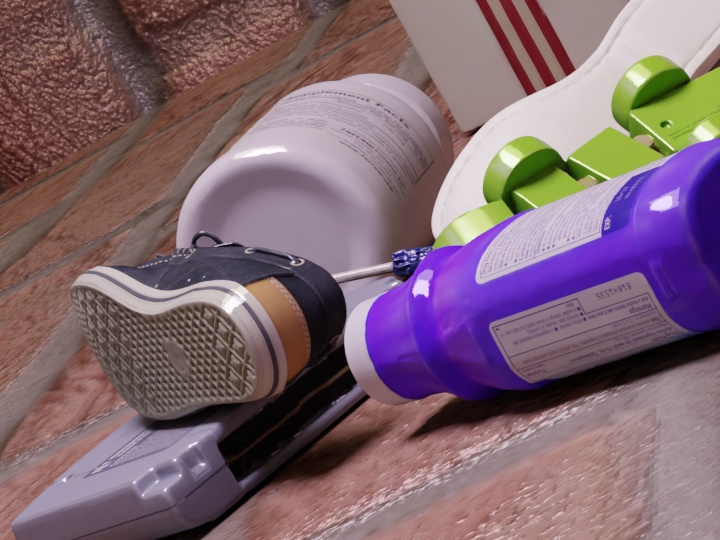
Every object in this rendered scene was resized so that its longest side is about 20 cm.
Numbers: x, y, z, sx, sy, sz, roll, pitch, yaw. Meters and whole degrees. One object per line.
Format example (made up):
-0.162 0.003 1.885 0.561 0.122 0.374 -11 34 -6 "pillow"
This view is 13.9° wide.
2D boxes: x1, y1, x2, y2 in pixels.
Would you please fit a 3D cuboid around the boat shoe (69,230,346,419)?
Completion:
-0.070 0.024 1.320 0.062 0.075 0.200 -29 12 -27 "boat shoe"

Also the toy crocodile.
0.120 -0.040 1.337 0.200 0.062 0.068 -32 48 -23 "toy crocodile"

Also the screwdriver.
0.000 0.000 1.425 0.200 0.028 0.029 -9 -26 13 "screwdriver"

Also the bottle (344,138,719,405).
0.077 0.008 1.169 0.200 0.065 0.084 -22 11 42 "bottle"

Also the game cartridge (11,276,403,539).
-0.064 0.071 1.367 0.133 0.041 0.200 -15 16 45 "game cartridge"

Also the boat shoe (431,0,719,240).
0.118 -0.067 1.471 0.202 0.072 0.060 -44 -29 -12 "boat shoe"

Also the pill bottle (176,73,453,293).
-0.015 -0.037 1.554 0.114 0.114 0.200 -26 9 21 "pill bottle"

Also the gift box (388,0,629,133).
0.126 -0.229 1.932 0.200 0.187 0.185 -26 10 30 "gift box"
